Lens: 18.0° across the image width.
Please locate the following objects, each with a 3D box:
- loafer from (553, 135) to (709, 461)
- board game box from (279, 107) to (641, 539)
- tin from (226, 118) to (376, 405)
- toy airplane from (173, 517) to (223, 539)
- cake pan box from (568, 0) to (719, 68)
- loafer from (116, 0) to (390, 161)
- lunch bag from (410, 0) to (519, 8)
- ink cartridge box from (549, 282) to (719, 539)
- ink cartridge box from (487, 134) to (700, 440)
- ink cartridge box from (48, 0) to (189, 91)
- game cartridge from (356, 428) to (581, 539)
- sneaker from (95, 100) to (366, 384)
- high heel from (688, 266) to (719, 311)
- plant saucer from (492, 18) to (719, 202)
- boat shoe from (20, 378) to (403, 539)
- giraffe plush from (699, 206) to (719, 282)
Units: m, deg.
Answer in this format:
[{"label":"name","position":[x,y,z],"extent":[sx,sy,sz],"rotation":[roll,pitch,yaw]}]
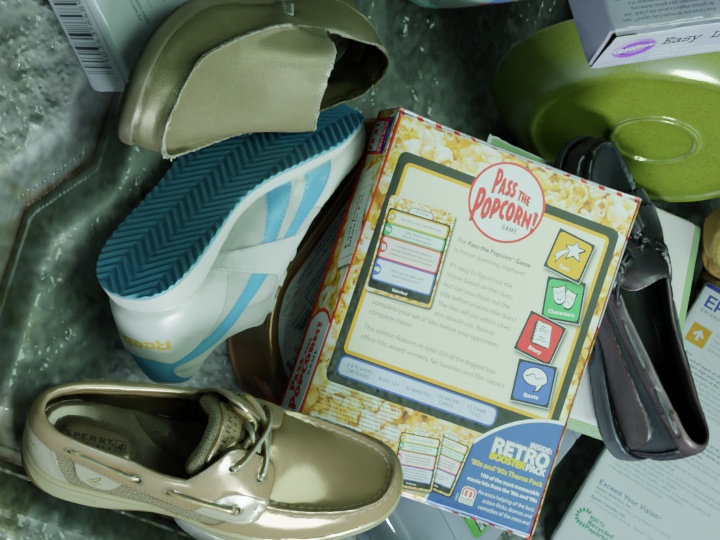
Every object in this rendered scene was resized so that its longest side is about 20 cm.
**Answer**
[{"label":"loafer","position":[0.166,0.016,1.339],"extent":[0.072,0.063,0.200],"rotation":[-22,105,-41]},{"label":"board game box","position":[0.052,0.029,1.254],"extent":[0.151,0.046,0.200],"rotation":[20,86,-14]},{"label":"tin","position":[0.000,0.000,1.311],"extent":[0.200,0.042,0.112],"rotation":[-56,130,-26]},{"label":"toy airplane","position":[-0.035,0.203,1.215],"extent":[0.200,0.141,0.199],"rotation":[-50,123,-29]},{"label":"cake pan box","position":[0.192,-0.213,1.274],"extent":[0.200,0.052,0.184],"rotation":[-11,70,-18]},{"label":"loafer","position":[-0.051,-0.107,1.201],"extent":[0.200,0.067,0.076],"rotation":[-34,148,-48]},{"label":"lunch bag","position":[0.076,-0.258,1.340],"extent":[0.160,0.077,0.200],"rotation":[-15,101,-37]},{"label":"ink cartridge box","position":[0.252,0.143,1.451],"extent":[0.196,0.043,0.200],"rotation":[32,78,5]},{"label":"ink cartridge box","position":[0.118,0.015,1.369],"extent":[0.200,0.048,0.146],"rotation":[20,78,-38]},{"label":"ink cartridge box","position":[-0.107,-0.229,1.194],"extent":[0.200,0.041,0.200],"rotation":[-43,121,-33]},{"label":"game cartridge","position":[0.063,0.092,1.375],"extent":[0.200,0.040,0.133],"rotation":[-47,118,-31]},{"label":"sneaker","position":[-0.066,-0.023,1.231],"extent":[0.200,0.076,0.081],"rotation":[-45,141,-34]},{"label":"high heel","position":[0.273,0.099,1.497],"extent":[0.071,0.143,0.200],"rotation":[-21,115,-1]},{"label":"plant saucer","position":[0.176,-0.089,1.358],"extent":[0.200,0.200,0.031],"rotation":[30,57,-40]},{"label":"boat shoe","position":[-0.072,0.096,1.161],"extent":[0.200,0.065,0.071],"rotation":[6,64,-10]},{"label":"giraffe plush","position":[0.330,0.003,1.421],"extent":[0.200,0.173,0.162],"rotation":[-24,84,1]}]
